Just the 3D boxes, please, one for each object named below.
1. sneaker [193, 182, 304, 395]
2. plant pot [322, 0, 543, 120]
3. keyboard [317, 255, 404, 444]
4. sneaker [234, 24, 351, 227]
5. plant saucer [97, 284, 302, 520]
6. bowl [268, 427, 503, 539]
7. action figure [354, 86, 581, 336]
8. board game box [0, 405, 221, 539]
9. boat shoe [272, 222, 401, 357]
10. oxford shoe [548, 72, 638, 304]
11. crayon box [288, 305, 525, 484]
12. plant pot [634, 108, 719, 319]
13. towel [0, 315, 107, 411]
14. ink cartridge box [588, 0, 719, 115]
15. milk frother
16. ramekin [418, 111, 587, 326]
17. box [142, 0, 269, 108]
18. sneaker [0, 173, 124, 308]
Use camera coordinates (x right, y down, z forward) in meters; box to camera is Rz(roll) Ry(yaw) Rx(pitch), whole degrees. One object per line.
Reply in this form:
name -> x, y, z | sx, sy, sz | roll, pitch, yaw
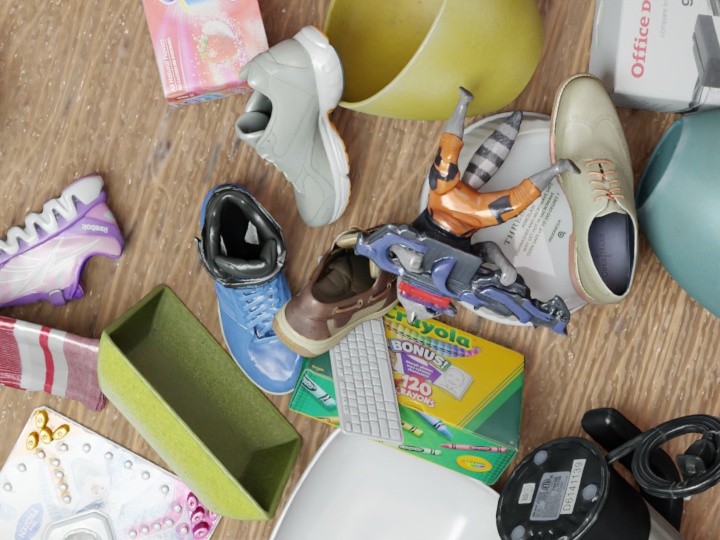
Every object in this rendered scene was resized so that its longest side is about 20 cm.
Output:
sneaker -> -0.096, 0.019, 1.082 | 0.076, 0.111, 0.202 | -14, 93, -5
plant pot -> 0.077, -0.213, 1.070 | 0.141, 0.200, 0.202 | 19, 90, -31
keyboard -> -0.002, 0.065, 1.052 | 0.056, 0.201, 0.011 | 9, 133, -19
sneaker -> -0.065, -0.114, 1.059 | 0.091, 0.076, 0.201 | -23, 135, -19
plant saucer -> -0.143, 0.118, 1.044 | 0.048, 0.200, 0.200 | -40, 95, 11
bowl -> 0.018, 0.252, 1.120 | 0.199, 0.075, 0.201 | 29, 88, -7
action figure -> 0.103, -0.030, 1.028 | 0.199, 0.105, 0.194 | 29, 112, -15
board game box -> -0.256, 0.258, 1.116 | 0.199, 0.026, 0.201 | 29, 88, -6
boat shoe -> 0.000, 0.000, 1.058 | 0.072, 0.200, 0.072 | 40, 130, 12
oxford shoe -> 0.208, -0.071, 1.035 | 0.070, 0.074, 0.202 | -11, 93, -6
crayon box -> 0.045, 0.100, 1.093 | 0.199, 0.119, 0.058 | 21, 130, -6
plant pot -> 0.324, -0.066, 1.084 | 0.134, 0.200, 0.201 | 26, 89, -1
towel -> -0.314, 0.070, 1.049 | 0.198, 0.144, 0.023 | 14, 63, -5
ink cartridge box -> 0.324, -0.221, 1.132 | 0.198, 0.084, 0.147 | 6, 91, -6
milk frother -> 0.259, 0.225, 1.061 | 0.188, 0.199, 0.181 | 42, 72, -29
ramekin -> 0.157, -0.047, 1.115 | 0.200, 0.094, 0.204 | 0, 92, -6
box -> -0.147, -0.255, 1.078 | 0.102, 0.095, 0.202 | -12, 93, -5
sneaker -> -0.292, 0.003, 1.082 | 0.200, 0.080, 0.089 | -36, 102, -5
